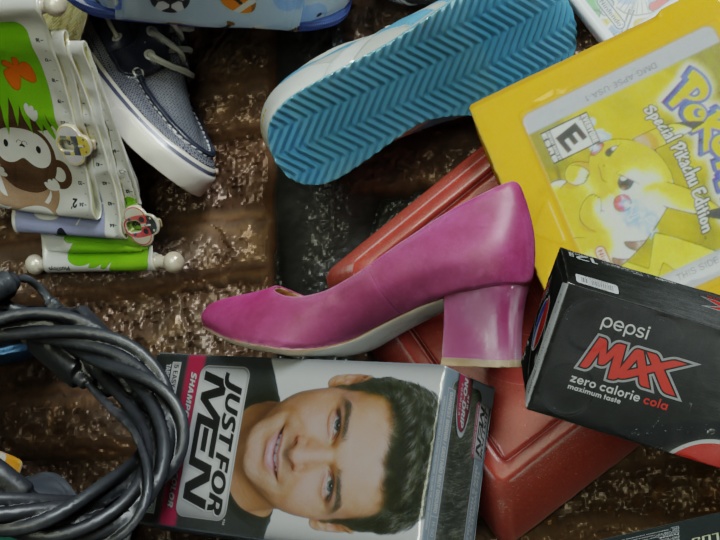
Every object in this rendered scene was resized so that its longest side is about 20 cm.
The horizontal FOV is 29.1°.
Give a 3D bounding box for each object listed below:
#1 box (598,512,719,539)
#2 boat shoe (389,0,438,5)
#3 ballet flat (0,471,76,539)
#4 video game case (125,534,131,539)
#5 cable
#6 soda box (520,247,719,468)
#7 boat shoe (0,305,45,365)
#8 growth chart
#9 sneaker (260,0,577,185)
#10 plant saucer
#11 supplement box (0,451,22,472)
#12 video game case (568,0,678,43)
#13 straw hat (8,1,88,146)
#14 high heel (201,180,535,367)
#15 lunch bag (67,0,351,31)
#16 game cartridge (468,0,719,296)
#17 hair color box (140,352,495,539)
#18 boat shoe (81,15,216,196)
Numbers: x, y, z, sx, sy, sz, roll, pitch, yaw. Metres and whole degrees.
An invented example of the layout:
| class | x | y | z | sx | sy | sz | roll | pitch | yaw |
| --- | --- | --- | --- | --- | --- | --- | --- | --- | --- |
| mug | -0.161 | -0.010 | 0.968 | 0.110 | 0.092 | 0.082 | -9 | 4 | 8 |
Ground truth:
| class | x | y | z | sx | sy | sz | roll | pitch | yaw |
| --- | --- | --- | --- | --- | --- | --- | --- | --- | --- |
| box | 0.176 | 0.202 | 0.632 | 0.197 | 0.086 | 0.166 | -15 | 97 | 15 |
| boat shoe | 0.054 | -0.260 | 0.830 | 0.068 | 0.073 | 0.202 | 16 | 95 | 40 |
| ballet flat | -0.143 | 0.198 | 0.782 | 0.072 | 0.073 | 0.202 | -28 | 103 | 10 |
| video game case | -0.230 | 0.213 | 0.770 | 0.024 | 0.181 | 0.203 | 0 | 72 | 52 |
| cable | -0.187 | 0.074 | 0.754 | 0.200 | 0.162 | 0.051 | 43 | 129 | 31 |
| soda box | 0.181 | 0.055 | 0.671 | 0.197 | 0.063 | 0.072 | 17 | 107 | 0 |
| boat shoe | -0.282 | 0.031 | 0.887 | 0.197 | 0.084 | 0.070 | -6 | 84 | 16 |
| growth chart | -0.200 | -0.081 | 0.858 | 0.143 | 0.202 | 0.018 | -6 | 27 | 30 |
| sneaker | 0.032 | -0.120 | 0.819 | 0.198 | 0.081 | 0.077 | -22 | 111 | -5 |
| plant saucer | 0.099 | 0.012 | 0.780 | 0.199 | 0.037 | 0.201 | -38 | 65 | 6 |
| supplement box | -0.314 | 0.104 | 0.796 | 0.125 | 0.199 | 0.074 | 6 | 74 | 52 |
| video game case | 0.182 | -0.236 | 0.830 | 0.181 | 0.023 | 0.201 | -36 | 65 | 7 |
| straw hat | -0.260 | -0.173 | 0.897 | 0.200 | 0.084 | 0.204 | -19 | 64 | 43 |
| high heel | 0.000 | 0.000 | 0.757 | 0.198 | 0.067 | 0.098 | 2 | 88 | 32 |
| lunch bag | -0.089 | -0.226 | 0.854 | 0.197 | 0.076 | 0.162 | 2 | 54 | -13 |
| game cartridge | 0.177 | -0.055 | 0.734 | 0.198 | 0.032 | 0.178 | -26 | 67 | 12 |
| hair color box | -0.030 | 0.102 | 0.764 | 0.198 | 0.060 | 0.101 | 0 | 74 | 33 |
| boat shoe | -0.133 | -0.145 | 0.889 | 0.093 | 0.074 | 0.200 | -45 | 64 | 11 |
